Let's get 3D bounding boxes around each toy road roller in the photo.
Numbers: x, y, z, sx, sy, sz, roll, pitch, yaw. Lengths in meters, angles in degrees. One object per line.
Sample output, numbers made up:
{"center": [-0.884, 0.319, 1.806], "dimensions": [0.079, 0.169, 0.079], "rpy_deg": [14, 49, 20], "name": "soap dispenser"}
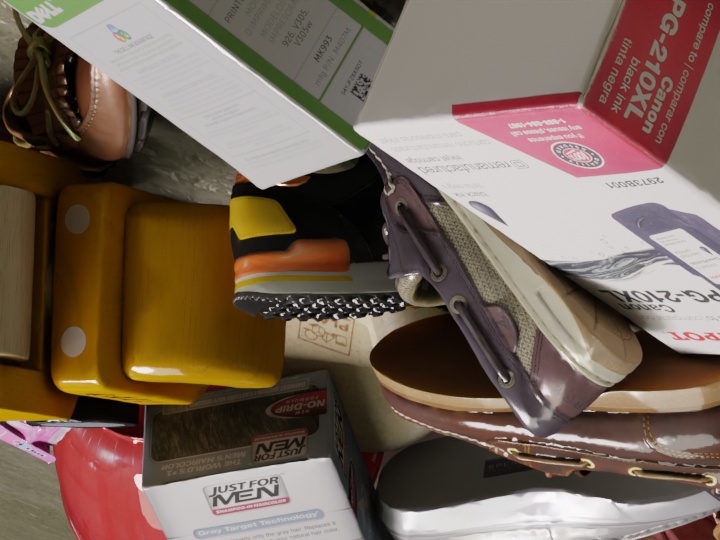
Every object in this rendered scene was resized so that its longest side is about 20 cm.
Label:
{"center": [-0.122, 0.008, 1.292], "dimensions": [0.145, 0.124, 0.200], "rpy_deg": [-3, 172, 26], "name": "toy road roller"}

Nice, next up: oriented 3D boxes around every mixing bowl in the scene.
{"center": [-0.094, 0.073, 1.514], "dimensions": [0.199, 0.201, 0.108], "rpy_deg": [14, 158, 26], "name": "mixing bowl"}

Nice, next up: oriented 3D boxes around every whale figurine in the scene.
{"center": [0.000, 0.000, 1.390], "dimensions": [0.158, 0.104, 0.201], "rpy_deg": [18, 138, 12], "name": "whale figurine"}

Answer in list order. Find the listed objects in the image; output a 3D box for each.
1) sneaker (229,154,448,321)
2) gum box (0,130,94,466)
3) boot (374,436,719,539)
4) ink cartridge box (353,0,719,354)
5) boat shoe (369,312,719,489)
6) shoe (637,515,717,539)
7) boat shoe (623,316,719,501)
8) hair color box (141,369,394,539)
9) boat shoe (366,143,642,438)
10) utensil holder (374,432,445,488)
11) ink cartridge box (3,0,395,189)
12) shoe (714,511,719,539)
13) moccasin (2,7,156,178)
{"center": [0.037, -0.028, 1.265], "dimensions": [0.199, 0.091, 0.070], "rpy_deg": [-3, 172, -13], "name": "sneaker"}
{"center": [-0.195, 0.007, 1.461], "dimensions": [0.113, 0.066, 0.200], "rpy_deg": [30, -154, -21], "name": "gum box"}
{"center": [0.112, 0.128, 1.400], "dimensions": [0.199, 0.074, 0.096], "rpy_deg": [-6, 132, 24], "name": "boot"}
{"center": [0.123, -0.045, 1.076], "dimensions": [0.200, 0.085, 0.144], "rpy_deg": [33, 161, -30], "name": "ink cartridge box"}
{"center": [0.094, 0.064, 1.220], "dimensions": [0.199, 0.070, 0.071], "rpy_deg": [6, 128, 37], "name": "boat shoe"}
{"center": [0.146, 0.122, 1.523], "dimensions": [0.199, 0.091, 0.072], "rpy_deg": [22, 152, -2], "name": "shoe"}
{"center": [0.157, 0.072, 1.266], "dimensions": [0.073, 0.075, 0.200], "rpy_deg": [0, -157, -37], "name": "boat shoe"}
{"center": [-0.038, 0.144, 1.422], "dimensions": [0.098, 0.061, 0.200], "rpy_deg": [-10, 136, 9], "name": "hair color box"}
{"center": [0.040, -0.010, 1.184], "dimensions": [0.200, 0.065, 0.072], "rpy_deg": [49, -167, 29], "name": "boat shoe"}
{"center": [0.042, 0.150, 1.625], "dimensions": [0.199, 0.171, 0.170], "rpy_deg": [20, 163, 4], "name": "utensil holder"}
{"center": [-0.083, -0.119, 1.144], "dimensions": [0.200, 0.059, 0.104], "rpy_deg": [36, 160, -19], "name": "ink cartridge box"}
{"center": [0.202, 0.112, 1.414], "dimensions": [0.199, 0.091, 0.071], "rpy_deg": [24, 163, -4], "name": "shoe"}
{"center": [-0.135, -0.093, 1.292], "dimensions": [0.077, 0.074, 0.201], "rpy_deg": [16, 174, -12], "name": "moccasin"}
